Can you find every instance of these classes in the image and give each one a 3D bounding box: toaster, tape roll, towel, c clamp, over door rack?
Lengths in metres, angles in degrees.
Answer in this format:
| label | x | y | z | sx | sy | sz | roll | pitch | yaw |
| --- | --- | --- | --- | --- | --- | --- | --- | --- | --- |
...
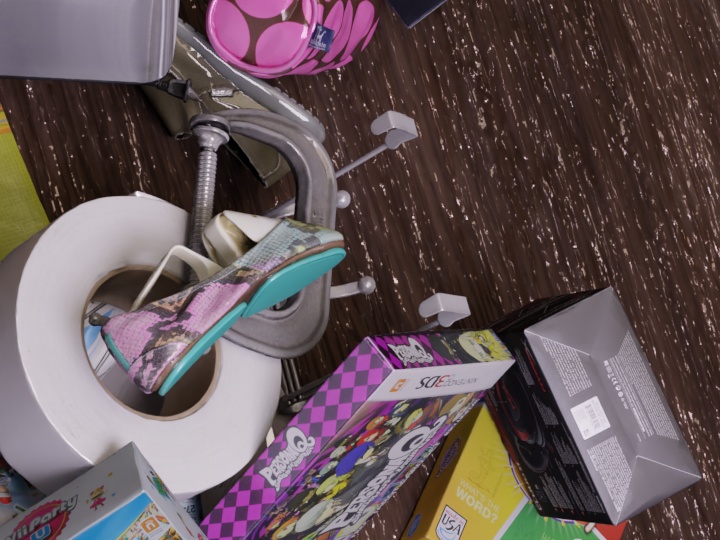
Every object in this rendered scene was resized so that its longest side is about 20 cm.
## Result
| label | x | y | z | sx | sy | sz | roll | pitch | yaw |
| --- | --- | --- | --- | --- | --- | --- | --- | --- | --- |
| toaster | -0.202 | -0.224 | 1.687 | 0.199 | 0.119 | 0.182 | 3 | 61 | -6 |
| tape roll | -0.151 | 0.055 | 1.606 | 0.202 | 0.071 | 0.204 | 15 | 63 | -31 |
| towel | -0.263 | -0.063 | 1.698 | 0.086 | 0.018 | 0.201 | -20 | 84 | -37 |
| c clamp | -0.084 | -0.026 | 1.628 | 0.170 | 0.027 | 0.201 | 24 | 59 | -28 |
| over door rack | 0.000 | 0.000 | 1.730 | 0.066 | 0.200 | 0.149 | -1 | 67 | -40 |

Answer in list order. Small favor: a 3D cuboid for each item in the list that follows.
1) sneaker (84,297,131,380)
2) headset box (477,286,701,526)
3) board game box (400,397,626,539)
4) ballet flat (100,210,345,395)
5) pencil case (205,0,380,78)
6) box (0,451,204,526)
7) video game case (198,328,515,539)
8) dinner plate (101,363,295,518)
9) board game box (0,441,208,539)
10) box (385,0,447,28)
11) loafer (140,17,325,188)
| label | x | y | z | sx | sy | sz | roll | pitch | yaw |
| --- | --- | --- | --- | --- | --- | --- | --- | --- | --- |
| sneaker | -0.174 | 0.022 | 1.685 | 0.200 | 0.072 | 0.073 | -49 | 133 | -34 |
| headset box | 0.149 | 0.096 | 1.759 | 0.075 | 0.200 | 0.149 | -26 | 91 | -13 |
| board game box | 0.129 | 0.164 | 1.860 | 0.153 | 0.040 | 0.201 | 37 | 56 | -17 |
| ballet flat | -0.088 | 0.006 | 1.563 | 0.071 | 0.069 | 0.200 | 47 | 48 | 7 |
| pencil case | -0.041 | -0.186 | 1.789 | 0.090 | 0.094 | 0.200 | 31 | 12 | 6 |
| box | -0.198 | 0.172 | 1.620 | 0.199 | 0.040 | 0.138 | -3 | 77 | -28 |
| video game case | -0.005 | 0.120 | 1.655 | 0.036 | 0.200 | 0.181 | 49 | 21 | 20 |
| dinner plate | -0.118 | 0.125 | 1.720 | 0.199 | 0.024 | 0.201 | 12 | 67 | -30 |
| board game box | -0.146 | 0.226 | 1.548 | 0.200 | 0.147 | 0.064 | 55 | 5 | -29 |
| box | 0.032 | -0.310 | 1.889 | 0.200 | 0.104 | 0.182 | 51 | 21 | -7 |
| loafer | -0.121 | -0.129 | 1.779 | 0.199 | 0.075 | 0.070 | 33 | 85 | -5 |
